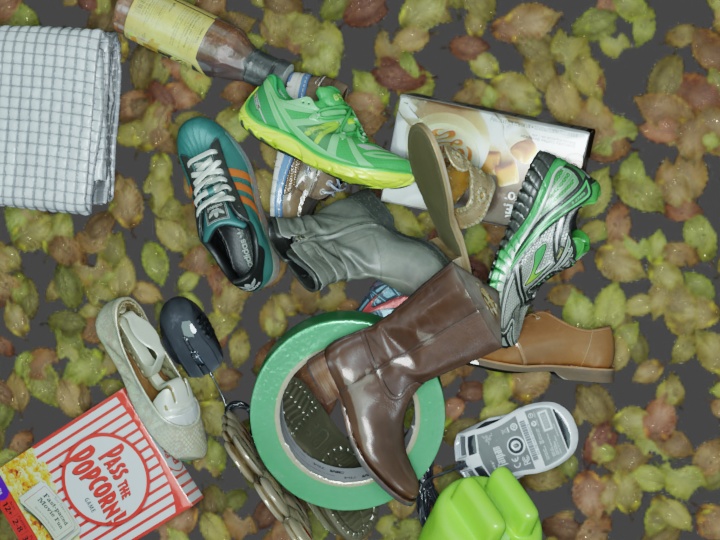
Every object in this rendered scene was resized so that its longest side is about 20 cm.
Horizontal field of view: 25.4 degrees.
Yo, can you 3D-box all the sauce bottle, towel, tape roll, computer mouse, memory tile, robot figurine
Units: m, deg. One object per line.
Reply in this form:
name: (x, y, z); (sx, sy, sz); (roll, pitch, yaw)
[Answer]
sauce bottle: (-0.168, -0.243, 1.714); (0.199, 0.066, 0.066); (28, 99, 10)
towel: (-0.348, -0.165, 1.750); (0.164, 0.086, 0.202); (4, 93, 10)
tape roll: (-0.013, 0.143, 1.641); (0.199, 0.048, 0.202); (0, 101, 0)
computer mouse: (0.140, 0.196, 1.697); (0.199, 0.044, 0.110); (-21, 85, 18)
computer mouse: (-0.166, 0.122, 1.757); (0.058, 0.034, 0.201); (-28, 89, 11)
memory tile: (-0.095, 0.218, 1.658); (0.017, 0.200, 0.154); (-36, 97, -2)
robot figurine: (0.115, 0.293, 1.647); (0.116, 0.175, 0.201); (52, 139, 32)

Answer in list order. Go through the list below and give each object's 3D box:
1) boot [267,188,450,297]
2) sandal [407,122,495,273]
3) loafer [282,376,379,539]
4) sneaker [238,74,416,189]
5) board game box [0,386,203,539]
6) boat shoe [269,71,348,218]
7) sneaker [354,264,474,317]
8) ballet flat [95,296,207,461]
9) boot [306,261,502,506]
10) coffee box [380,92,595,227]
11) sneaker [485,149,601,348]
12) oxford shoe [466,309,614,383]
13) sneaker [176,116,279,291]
boot: (0.000, 0.000, 1.615); (0.200, 0.130, 0.068); (43, 140, 35)
sandal: (0.101, -0.071, 1.590); (0.069, 0.078, 0.213); (-24, 129, -15)
loafer: (-0.049, 0.202, 1.723); (0.076, 0.067, 0.201); (-34, 101, -32)
sneaker: (-0.030, -0.142, 1.622); (0.199, 0.074, 0.084); (26, 93, 16)
board game box: (-0.298, 0.242, 1.786); (0.199, 0.046, 0.152); (-33, 87, 12)
boat shoe: (-0.050, -0.108, 1.695); (0.072, 0.072, 0.201); (6, 95, 12)
sneaker: (0.034, 0.044, 1.700); (0.199, 0.079, 0.096); (-24, 76, 5)
ballet flat: (-0.224, 0.118, 1.746); (0.201, 0.067, 0.062); (56, 137, 3)
boot: (0.073, 0.111, 1.565); (0.199, 0.064, 0.187); (-32, 97, 14)
coffee box: (0.133, -0.109, 1.654); (0.199, 0.080, 0.115); (13, 99, 10)
sneaker: (0.176, -0.011, 1.579); (0.085, 0.078, 0.201); (22, 108, 7)
oxford shoe: (0.167, 0.074, 1.658); (0.199, 0.071, 0.072); (5, 90, -11)
sneaker: (-0.146, -0.073, 1.713); (0.071, 0.080, 0.201); (-25, 89, 12)
